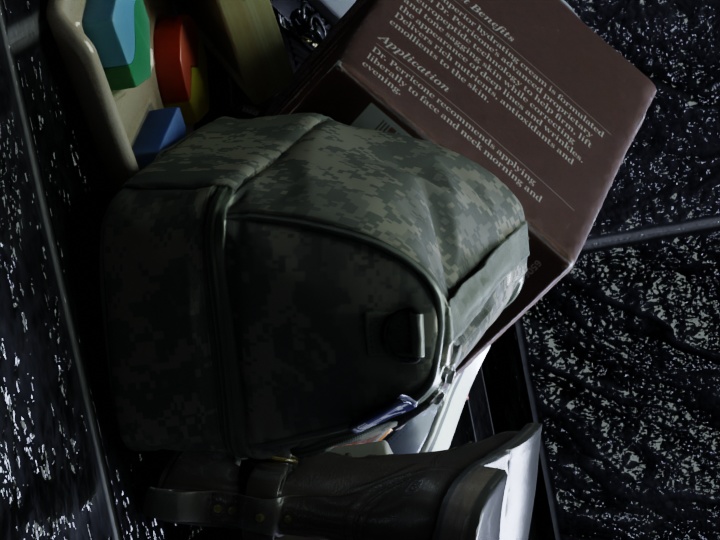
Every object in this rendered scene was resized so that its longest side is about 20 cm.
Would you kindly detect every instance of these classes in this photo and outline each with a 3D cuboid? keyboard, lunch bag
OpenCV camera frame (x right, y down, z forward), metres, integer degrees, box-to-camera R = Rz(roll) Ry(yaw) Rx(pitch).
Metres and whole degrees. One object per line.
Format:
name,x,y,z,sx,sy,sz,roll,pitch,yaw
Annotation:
keyboard,-0.036,-0.159,1.655,0.127,0.021,0.200,51,6,32
lunch bag,-0.016,0.007,1.265,0.200,0.166,0.140,-41,128,-68

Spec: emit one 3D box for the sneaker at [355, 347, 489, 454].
sneaker,0.034,0.035,1.635,0.079,0.078,0.201,37,55,-24

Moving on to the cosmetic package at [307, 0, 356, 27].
cosmetic package,-0.003,-0.175,1.681,0.151,0.052,0.200,45,1,-21

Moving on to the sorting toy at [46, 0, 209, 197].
sorting toy,-0.110,-0.109,1.339,0.201,0.036,0.186,-91,168,-48

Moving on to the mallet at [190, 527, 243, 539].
mallet,0.009,0.151,1.341,0.041,0.198,0.066,119,-40,-60

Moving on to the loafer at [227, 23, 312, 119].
loafer,-0.058,-0.090,1.639,0.073,0.071,0.201,34,25,-32

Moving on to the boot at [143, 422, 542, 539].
boot,-0.005,0.103,1.323,0.200,0.173,0.070,-16,114,-74

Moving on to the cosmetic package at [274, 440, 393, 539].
cosmetic package,-0.017,0.201,1.390,0.087,0.103,0.201,68,13,-61

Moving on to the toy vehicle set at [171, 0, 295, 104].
toy vehicle set,-0.095,-0.192,1.381,0.124,0.026,0.201,51,-14,39

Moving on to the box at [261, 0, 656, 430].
box,0.033,-0.058,1.459,0.166,0.164,0.200,40,37,-6
